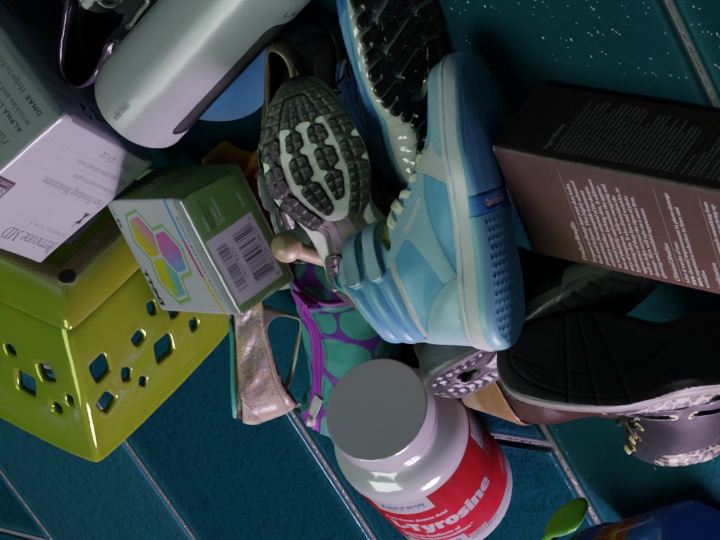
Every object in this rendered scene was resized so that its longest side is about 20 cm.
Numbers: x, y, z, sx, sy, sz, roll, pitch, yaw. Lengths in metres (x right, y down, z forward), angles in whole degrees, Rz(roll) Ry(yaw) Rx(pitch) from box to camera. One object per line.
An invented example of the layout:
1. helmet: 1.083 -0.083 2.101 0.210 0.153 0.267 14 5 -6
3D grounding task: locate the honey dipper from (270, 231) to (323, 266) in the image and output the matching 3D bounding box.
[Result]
1. honey dipper: 0.000 0.000 1.639 0.038 0.038 0.199 16 180 36

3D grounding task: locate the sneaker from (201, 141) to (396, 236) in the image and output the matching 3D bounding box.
1. sneaker: -0.053 -0.057 1.703 0.199 0.073 0.078 10 133 39

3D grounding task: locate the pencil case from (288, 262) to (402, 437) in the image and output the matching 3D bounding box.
1. pencil case: -0.013 0.058 1.790 0.085 0.092 0.201 39 152 30

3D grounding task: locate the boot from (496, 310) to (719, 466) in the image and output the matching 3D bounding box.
1. boot: 0.188 0.091 1.541 0.202 0.074 0.154 -4 152 -7

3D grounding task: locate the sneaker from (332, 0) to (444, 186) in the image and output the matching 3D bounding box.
1. sneaker: 0.009 -0.135 1.520 0.090 0.078 0.201 23 146 34

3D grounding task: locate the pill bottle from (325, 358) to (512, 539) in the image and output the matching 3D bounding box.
1. pill bottle: 0.045 0.147 1.767 0.112 0.113 0.200 22 166 29

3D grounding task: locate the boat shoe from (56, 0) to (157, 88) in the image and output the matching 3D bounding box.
1. boat shoe: -0.175 -0.201 1.582 0.072 0.063 0.200 36 145 2

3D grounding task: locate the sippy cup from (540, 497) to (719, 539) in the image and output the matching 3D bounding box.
1. sippy cup: 0.238 0.248 1.733 0.130 0.177 0.141 -41 54 50

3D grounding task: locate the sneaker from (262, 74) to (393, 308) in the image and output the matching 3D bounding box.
1. sneaker: -0.018 -0.066 1.558 0.076 0.089 0.201 -15 129 9

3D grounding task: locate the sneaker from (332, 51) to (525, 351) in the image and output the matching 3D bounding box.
1. sneaker: 0.035 -0.042 1.483 0.130 0.079 0.202 -6 89 29

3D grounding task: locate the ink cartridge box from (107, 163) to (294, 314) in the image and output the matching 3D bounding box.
1. ink cartridge box: -0.142 -0.025 1.750 0.200 0.059 0.104 3 123 60

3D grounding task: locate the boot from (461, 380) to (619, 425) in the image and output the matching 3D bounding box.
1. boot: 0.130 0.037 1.645 0.165 0.073 0.201 2 133 32

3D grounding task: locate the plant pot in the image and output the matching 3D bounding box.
1. plant pot: -0.253 0.013 1.913 0.199 0.199 0.182 24 141 27

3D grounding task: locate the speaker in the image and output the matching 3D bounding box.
1. speaker: -0.107 -0.172 1.541 0.081 0.081 0.200 43 131 -6

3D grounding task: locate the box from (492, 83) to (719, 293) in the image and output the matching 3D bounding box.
1. box: 0.194 -0.051 1.423 0.199 0.075 0.101 13 142 37

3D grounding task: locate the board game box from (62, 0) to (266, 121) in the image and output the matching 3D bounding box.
1. board game box: -0.137 -0.204 1.637 0.200 0.039 0.158 40 145 -5

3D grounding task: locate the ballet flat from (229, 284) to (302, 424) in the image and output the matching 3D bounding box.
1. ballet flat: -0.083 0.028 1.839 0.068 0.067 0.202 -96 1 -76

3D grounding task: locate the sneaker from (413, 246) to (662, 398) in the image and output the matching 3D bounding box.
1. sneaker: 0.119 -0.001 1.540 0.199 0.115 0.076 -28 147 19

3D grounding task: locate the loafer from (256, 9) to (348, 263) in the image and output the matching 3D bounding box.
1. loafer: -0.052 -0.091 1.601 0.071 0.063 0.201 21 124 28

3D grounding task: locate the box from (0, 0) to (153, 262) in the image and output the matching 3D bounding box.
1. box: -0.291 -0.132 1.686 0.200 0.131 0.199 52 -173 15
